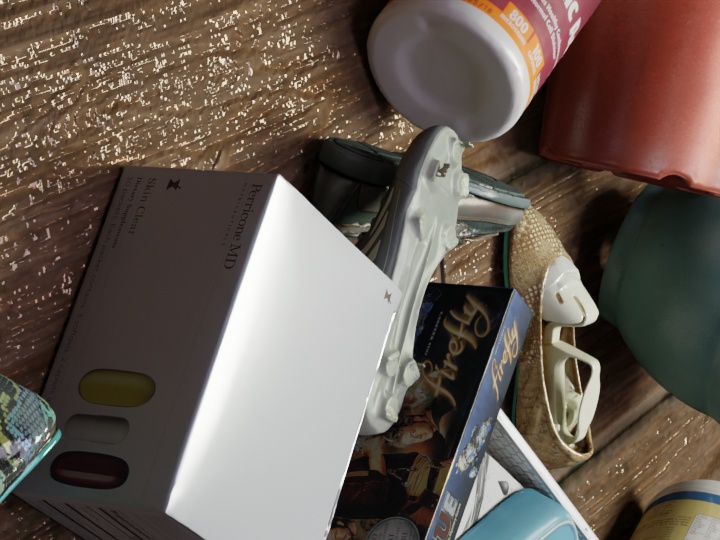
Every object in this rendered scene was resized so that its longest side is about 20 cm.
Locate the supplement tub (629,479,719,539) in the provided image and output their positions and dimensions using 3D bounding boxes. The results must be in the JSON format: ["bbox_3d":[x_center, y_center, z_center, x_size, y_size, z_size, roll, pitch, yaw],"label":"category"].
[{"bbox_3d":[0.259,0.280,1.823,0.200,0.144,0.145,-55,137,-38],"label":"supplement tub"}]

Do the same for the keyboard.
[{"bbox_3d":[0.109,0.138,1.602,0.011,0.056,0.200,-49,116,-26],"label":"keyboard"}]

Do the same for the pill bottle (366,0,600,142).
[{"bbox_3d":[0.097,-0.187,1.538,0.200,0.114,0.114,-55,136,-38],"label":"pill bottle"}]

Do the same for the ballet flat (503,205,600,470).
[{"bbox_3d":[0.145,0.050,1.690,0.070,0.065,0.200,-26,115,-53],"label":"ballet flat"}]

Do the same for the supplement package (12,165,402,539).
[{"bbox_3d":[-0.082,0.065,1.294,0.156,0.111,0.200,44,57,-51],"label":"supplement package"}]

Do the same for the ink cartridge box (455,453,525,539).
[{"bbox_3d":[0.036,0.164,1.530,0.200,0.067,0.116,44,58,-51],"label":"ink cartridge box"}]

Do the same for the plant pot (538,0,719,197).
[{"bbox_3d":[0.222,-0.161,1.684,0.201,0.201,0.196,10,93,-57],"label":"plant pot"}]

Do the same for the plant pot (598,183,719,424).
[{"bbox_3d":[0.267,0.007,1.788,0.200,0.134,0.200,-51,154,-36],"label":"plant pot"}]

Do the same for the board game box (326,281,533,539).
[{"bbox_3d":[0.013,0.099,1.424,0.035,0.135,0.200,51,52,-47],"label":"board game box"}]

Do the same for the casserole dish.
[{"bbox_3d":[0.097,0.226,1.539,0.200,0.039,0.121,-32,121,-49],"label":"casserole dish"}]

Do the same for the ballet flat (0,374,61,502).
[{"bbox_3d":[-0.226,0.124,1.132,0.200,0.074,0.074,-57,138,-39],"label":"ballet flat"}]

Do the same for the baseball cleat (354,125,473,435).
[{"bbox_3d":[0.000,0.000,1.416,0.070,0.106,0.200,45,57,-55],"label":"baseball cleat"}]

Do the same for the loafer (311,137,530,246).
[{"bbox_3d":[0.034,-0.043,1.518,0.200,0.072,0.063,10,104,-50],"label":"loafer"}]
